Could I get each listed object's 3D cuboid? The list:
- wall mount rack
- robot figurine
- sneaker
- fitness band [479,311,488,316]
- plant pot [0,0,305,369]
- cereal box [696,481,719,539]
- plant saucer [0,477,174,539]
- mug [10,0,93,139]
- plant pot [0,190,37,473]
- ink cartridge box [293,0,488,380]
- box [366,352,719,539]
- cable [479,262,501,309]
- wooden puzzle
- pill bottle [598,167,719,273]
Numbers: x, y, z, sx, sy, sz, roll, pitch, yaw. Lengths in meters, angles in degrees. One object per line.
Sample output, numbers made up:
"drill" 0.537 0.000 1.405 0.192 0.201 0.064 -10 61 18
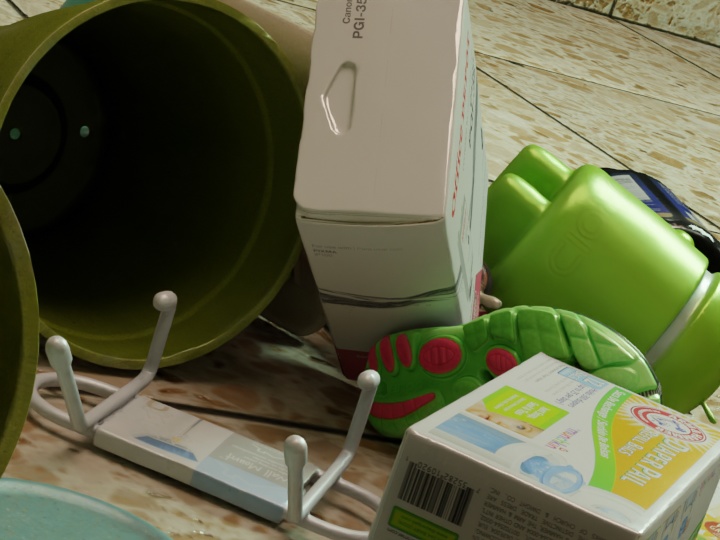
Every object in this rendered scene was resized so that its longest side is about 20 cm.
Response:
"wall mount rack" -0.071 0.068 1.026 0.199 0.075 0.174 21 15 9
"robot figurine" 0.156 0.014 1.376 0.200 0.116 0.176 39 36 -1
"sneaker" 0.087 0.057 1.158 0.083 0.077 0.199 1 0 -40
"fitness band" 0.049 0.015 1.453 0.143 0.038 0.199 31 20 37
"plant pot" -0.157 -0.063 1.220 0.200 0.201 0.193 9 5 -34
"cereal box" 0.182 0.133 1.180 0.144 0.040 0.200 26 16 32
"plant saucer" -0.120 0.122 0.839 0.200 0.039 0.201 18 15 -5
"mug" -0.138 -0.106 1.457 0.114 0.185 0.152 23 -23 33
"plant pot" -0.248 0.010 0.797 0.200 0.201 0.193 9 6 -33
"ink cartridge box" 0.022 -0.043 1.213 0.082 0.147 0.200 2 -26 8
"box" 0.086 0.118 0.990 0.112 0.102 0.200 23 15 16
"cable" 0.000 0.000 1.344 0.200 0.097 0.050 30 -17 26
"wooden puzzle" -0.093 -0.075 1.304 0.185 0.201 0.037 28 43 32
"pill bottle" 0.194 -0.009 1.574 0.111 0.112 0.200 16 15 -11
